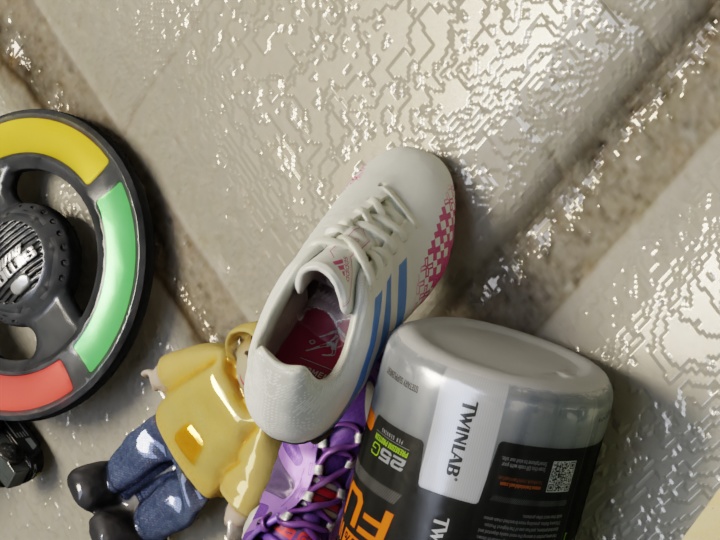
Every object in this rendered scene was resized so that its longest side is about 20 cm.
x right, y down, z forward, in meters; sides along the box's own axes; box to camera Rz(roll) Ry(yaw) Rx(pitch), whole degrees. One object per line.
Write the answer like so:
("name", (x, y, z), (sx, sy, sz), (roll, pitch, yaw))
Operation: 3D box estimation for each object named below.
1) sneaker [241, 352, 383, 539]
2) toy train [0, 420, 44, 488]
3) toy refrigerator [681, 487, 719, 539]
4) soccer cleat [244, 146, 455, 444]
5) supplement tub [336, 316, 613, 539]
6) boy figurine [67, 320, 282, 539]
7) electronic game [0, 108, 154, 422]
("sneaker", (-0.019, 0.125, 1.202), (0.080, 0.083, 0.200), (22, 110, 3))
("toy train", (-0.272, 0.065, 1.442), (0.200, 0.046, 0.034), (49, 125, 24))
("toy refrigerator", (0.213, 0.112, 1.031), (0.070, 0.076, 0.200), (46, 119, 29))
("soccer cleat", (0.000, 0.000, 1.140), (0.070, 0.200, 0.086), (19, 149, 13))
("supplement tub", (0.051, 0.135, 1.132), (0.122, 0.122, 0.201), (23, 105, 36))
("boy figurine", (-0.088, 0.098, 1.283), (0.200, 0.064, 0.125), (-42, 63, 35))
("electronic game", (-0.214, -0.004, 1.379), (0.200, 0.042, 0.201), (-4, 82, 30))
